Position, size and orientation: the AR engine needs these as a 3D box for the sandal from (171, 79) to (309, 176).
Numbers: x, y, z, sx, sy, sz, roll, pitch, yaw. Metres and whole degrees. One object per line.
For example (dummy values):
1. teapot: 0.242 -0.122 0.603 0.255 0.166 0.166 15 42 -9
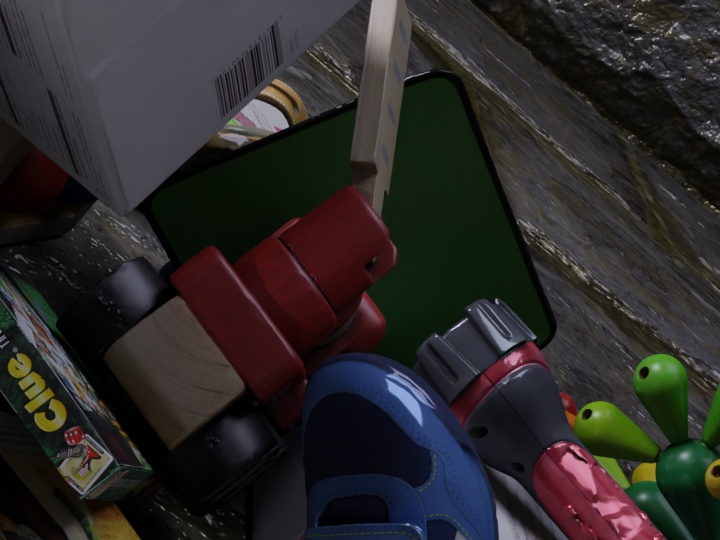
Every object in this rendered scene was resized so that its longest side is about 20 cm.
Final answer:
1. sandal: -0.055 -0.072 1.019 0.200 0.080 0.055 -17 95 -68

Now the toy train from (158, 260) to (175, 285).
1. toy train: -0.033 0.005 1.093 0.087 0.114 0.200 47 15 21

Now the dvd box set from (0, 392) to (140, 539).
1. dvd box set: -0.115 0.119 0.729 0.200 0.029 0.146 50 16 27

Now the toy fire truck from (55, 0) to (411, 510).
1. toy fire truck: -0.027 -0.008 0.884 0.129 0.199 0.176 52 -4 6

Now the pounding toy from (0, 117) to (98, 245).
1. pounding toy: -0.135 -0.102 0.961 0.142 0.200 0.184 45 15 8

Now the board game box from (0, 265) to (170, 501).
1. board game box: -0.119 0.043 0.795 0.105 0.023 0.200 51 -4 6

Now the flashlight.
1. flashlight: 0.104 0.105 0.943 0.067 0.068 0.200 -24 67 -44

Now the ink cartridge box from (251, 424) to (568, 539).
1. ink cartridge box: 0.047 0.147 0.965 0.199 0.085 0.146 37 16 -14

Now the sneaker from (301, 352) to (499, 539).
1. sneaker: 0.010 0.133 0.789 0.082 0.073 0.202 -18 99 -56

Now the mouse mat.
1. mouse mat: 0.000 0.000 0.986 0.008 0.160 0.201 -107 174 -47

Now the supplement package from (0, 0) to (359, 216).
1. supplement package: -0.117 -0.162 0.782 0.200 0.152 0.151 38 -21 22

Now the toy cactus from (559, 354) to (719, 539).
1. toy cactus: 0.171 0.117 0.995 0.102 0.199 0.167 -22 95 -38

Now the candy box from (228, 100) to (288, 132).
1. candy box: -0.110 -0.083 1.243 0.199 0.061 0.137 29 19 -39
